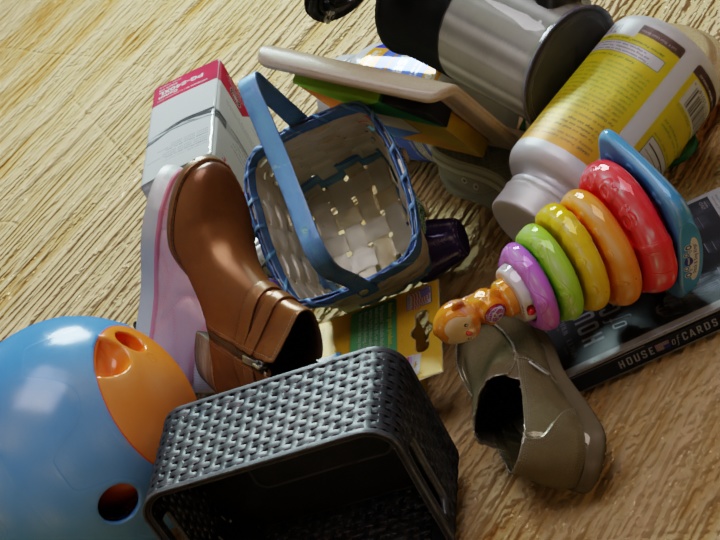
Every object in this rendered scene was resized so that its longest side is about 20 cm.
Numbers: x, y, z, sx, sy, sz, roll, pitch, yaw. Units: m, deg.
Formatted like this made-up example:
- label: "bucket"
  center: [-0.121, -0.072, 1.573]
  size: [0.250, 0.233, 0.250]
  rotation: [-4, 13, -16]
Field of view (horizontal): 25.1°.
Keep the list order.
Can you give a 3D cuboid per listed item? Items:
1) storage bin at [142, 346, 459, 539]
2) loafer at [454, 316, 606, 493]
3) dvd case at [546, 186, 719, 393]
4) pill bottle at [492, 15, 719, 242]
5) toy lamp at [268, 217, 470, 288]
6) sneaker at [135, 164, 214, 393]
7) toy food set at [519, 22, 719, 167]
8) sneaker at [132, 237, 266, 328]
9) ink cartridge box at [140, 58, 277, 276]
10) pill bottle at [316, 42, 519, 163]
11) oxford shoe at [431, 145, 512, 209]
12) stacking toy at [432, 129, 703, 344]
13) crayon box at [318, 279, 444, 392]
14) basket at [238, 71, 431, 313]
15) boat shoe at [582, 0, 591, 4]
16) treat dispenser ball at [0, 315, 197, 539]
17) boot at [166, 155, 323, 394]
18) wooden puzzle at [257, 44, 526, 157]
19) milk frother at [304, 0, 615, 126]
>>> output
- label: "storage bin"
  center: [-0.040, 0.153, 1.162]
  size: [0.199, 0.136, 0.094]
  rotation: [-19, 32, 17]
- label: "loafer"
  center: [0.111, 0.088, 1.177]
  size: [0.067, 0.077, 0.200]
  rotation: [7, 21, -25]
- label: "dvd case"
  center: [0.224, 0.014, 1.259]
  size: [0.199, 0.025, 0.151]
  rotation: [-25, 31, 7]
- label: "pill bottle"
  center: [0.196, -0.103, 1.316]
  size: [0.200, 0.109, 0.109]
  rotation: [-50, 36, -15]
- label: "toy lamp"
  center: [0.000, 0.000, 1.430]
  size: [0.199, 0.058, 0.058]
  rotation: [-17, 33, 18]
- label: "sneaker"
  center: [-0.138, 0.012, 1.410]
  size: [0.104, 0.202, 0.075]
  rotation: [7, 4, 12]
- label: "toy food set"
  center: [0.238, -0.155, 1.468]
  size: [0.199, 0.049, 0.198]
  rotation: [1, 43, 40]
- label: "sneaker"
  center: [-0.171, 0.024, 1.486]
  size: [0.200, 0.079, 0.074]
  rotation: [-47, 13, -4]
- label: "ink cartridge box"
  center: [-0.144, -0.091, 1.592]
  size: [0.083, 0.146, 0.201]
  rotation: [-21, 32, 12]
- label: "pill bottle"
  center: [0.049, -0.165, 1.574]
  size: [0.199, 0.112, 0.112]
  rotation: [13, 51, 47]
- label: "oxford shoe"
  center: [0.145, -0.070, 1.420]
  size: [0.199, 0.058, 0.075]
  rotation: [28, 55, 38]
- label: "stacking toy"
  center: [0.140, -0.001, 1.179]
  size: [0.199, 0.116, 0.110]
  rotation: [-28, 51, -11]
- label: "crayon box"
  center: [-0.016, 0.094, 1.313]
  size: [0.199, 0.052, 0.126]
  rotation: [-21, 32, 15]
- label: "basket"
  center: [-0.027, -0.059, 1.311]
  size: [0.138, 0.200, 0.177]
  rotation: [-27, 70, 17]
- label: "boat shoe"
  center: [0.148, -0.249, 1.600]
  size: [0.201, 0.075, 0.065]
  rotation: [-7, 19, -26]
- label: "treat dispenser ball"
  center: [-0.222, 0.136, 1.274]
  size: [0.200, 0.202, 0.201]
  rotation: [-21, 32, 14]
- label: "boot"
  center: [-0.088, 0.017, 1.254]
  size: [0.076, 0.202, 0.155]
  rotation: [-4, 11, -28]
- label: "wooden puzzle"
  center: [0.032, -0.138, 1.374]
  size: [0.184, 0.200, 0.038]
  rotation: [16, 89, 29]
- label: "milk frother"
  center: [0.082, -0.210, 1.364]
  size: [0.200, 0.181, 0.188]
  rotation: [-34, 48, -27]
